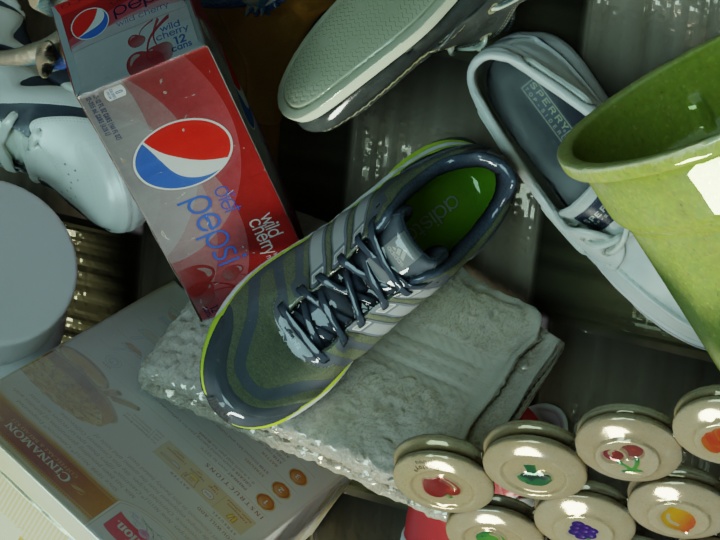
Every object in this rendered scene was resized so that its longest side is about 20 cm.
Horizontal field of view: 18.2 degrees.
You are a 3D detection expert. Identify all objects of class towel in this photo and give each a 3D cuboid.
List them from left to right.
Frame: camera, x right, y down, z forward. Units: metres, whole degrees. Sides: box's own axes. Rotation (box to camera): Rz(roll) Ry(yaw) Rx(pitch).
[{"bbox_3d":[-0.005,0.043,1.175,0.199,0.133,0.035,20,145,24],"label":"towel"}]

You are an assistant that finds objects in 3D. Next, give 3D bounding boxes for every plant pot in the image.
[{"bbox_3d":[0.217,-0.012,1.039,0.199,0.200,0.185,-19,105,27],"label":"plant pot"}]

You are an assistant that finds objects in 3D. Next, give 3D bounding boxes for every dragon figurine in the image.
[{"bbox_3d":[-0.115,-0.131,1.152,0.200,0.099,0.059,-28,69,47],"label":"dragon figurine"}]

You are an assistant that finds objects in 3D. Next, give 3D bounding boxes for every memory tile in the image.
[{"bbox_3d":[0.127,0.114,1.059,0.199,0.017,0.153,-13,136,31],"label":"memory tile"}]

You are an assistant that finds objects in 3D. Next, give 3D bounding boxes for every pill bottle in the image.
[{"bbox_3d":[-0.227,0.034,1.242,0.114,0.114,0.200,51,148,6],"label":"pill bottle"}]

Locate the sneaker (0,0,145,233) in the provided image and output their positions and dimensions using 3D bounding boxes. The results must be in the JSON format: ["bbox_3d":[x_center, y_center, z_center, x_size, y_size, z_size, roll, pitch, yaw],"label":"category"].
[{"bbox_3d":[-0.212,-0.076,1.220,0.199,0.129,0.080,50,145,21],"label":"sneaker"}]

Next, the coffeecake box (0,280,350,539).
[{"bbox_3d":[-0.114,0.108,1.198,0.153,0.200,0.073,41,123,11],"label":"coffeecake box"}]

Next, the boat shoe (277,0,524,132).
[{"bbox_3d":[0.047,-0.131,1.117,0.200,0.072,0.068,-40,127,4],"label":"boat shoe"}]

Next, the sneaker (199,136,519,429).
[{"bbox_3d":[0.000,0.000,1.113,0.200,0.081,0.074,-44,93,-14],"label":"sneaker"}]

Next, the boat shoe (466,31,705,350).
[{"bbox_3d":[0.123,-0.034,1.133,0.200,0.065,0.074,46,116,9],"label":"boat shoe"}]

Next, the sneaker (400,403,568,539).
[{"bbox_3d":[0.115,0.140,1.174,0.199,0.071,0.113,20,113,22],"label":"sneaker"}]

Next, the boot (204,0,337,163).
[{"bbox_3d":[-0.054,-0.104,1.207,0.200,0.071,0.145,-2,107,29],"label":"boot"}]

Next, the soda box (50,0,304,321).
[{"bbox_3d":[-0.084,-0.061,1.120,0.070,0.200,0.064,-21,54,1],"label":"soda box"}]
